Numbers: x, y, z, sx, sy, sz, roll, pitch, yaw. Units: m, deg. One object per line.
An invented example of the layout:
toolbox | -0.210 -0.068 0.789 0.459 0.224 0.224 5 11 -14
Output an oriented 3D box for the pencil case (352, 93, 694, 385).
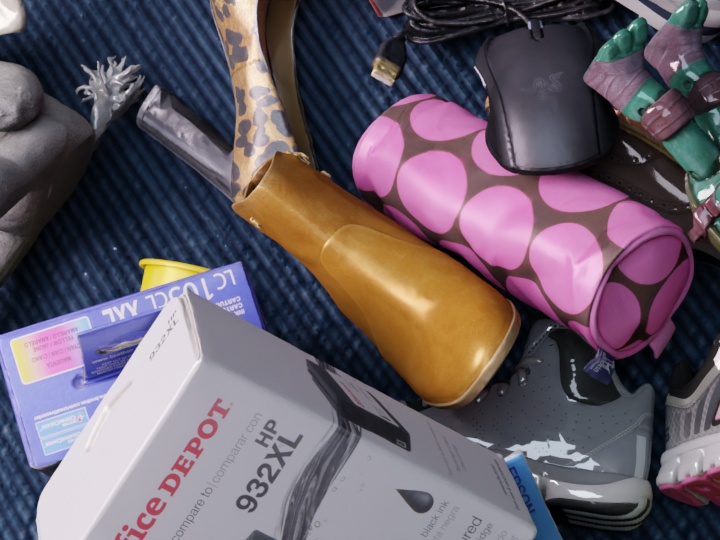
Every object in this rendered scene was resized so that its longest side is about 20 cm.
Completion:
pencil case | 0.088 -0.023 1.343 0.200 0.094 0.091 35 85 37

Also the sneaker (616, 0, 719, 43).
sneaker | 0.147 -0.190 1.341 0.200 0.080 0.077 16 76 -25

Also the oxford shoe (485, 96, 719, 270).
oxford shoe | 0.154 -0.045 1.364 0.200 0.071 0.073 23 87 17

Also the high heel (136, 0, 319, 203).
high heel | -0.032 -0.128 1.422 0.143 0.071 0.200 37 105 25

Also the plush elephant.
plush elephant | -0.241 -0.093 1.428 0.155 0.165 0.200 33 57 5

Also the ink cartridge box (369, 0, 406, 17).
ink cartridge box | 0.039 -0.266 1.445 0.116 0.067 0.200 -15 73 9

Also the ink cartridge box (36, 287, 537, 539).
ink cartridge box | -0.038 0.124 1.195 0.200 0.084 0.145 29 105 -21

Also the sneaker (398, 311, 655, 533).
sneaker | 0.071 0.075 1.361 0.200 0.075 0.116 9 72 7

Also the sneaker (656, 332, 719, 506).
sneaker | 0.231 0.058 1.286 0.200 0.074 0.088 -31 55 46

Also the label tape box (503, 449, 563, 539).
label tape box | 0.021 0.187 1.310 0.200 0.066 0.143 -25 106 5

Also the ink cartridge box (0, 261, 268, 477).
ink cartridge box | -0.114 0.055 1.280 0.136 0.200 0.076 -17 86 -5

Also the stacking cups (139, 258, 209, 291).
stacking cups | -0.118 0.097 1.408 0.060 0.061 0.200 9 84 15

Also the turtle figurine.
turtle figurine | 0.211 -0.050 1.268 0.101 0.150 0.200 -46 76 21

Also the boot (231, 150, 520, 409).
boot | 0.000 -0.001 1.304 0.144 0.201 0.071 38 90 -16

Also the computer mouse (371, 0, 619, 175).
computer mouse | 0.072 -0.118 1.350 0.140 0.046 0.200 -5 33 8
